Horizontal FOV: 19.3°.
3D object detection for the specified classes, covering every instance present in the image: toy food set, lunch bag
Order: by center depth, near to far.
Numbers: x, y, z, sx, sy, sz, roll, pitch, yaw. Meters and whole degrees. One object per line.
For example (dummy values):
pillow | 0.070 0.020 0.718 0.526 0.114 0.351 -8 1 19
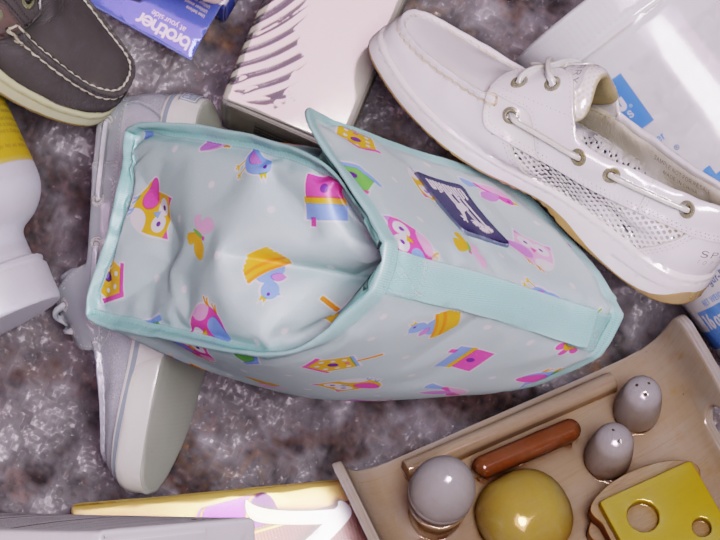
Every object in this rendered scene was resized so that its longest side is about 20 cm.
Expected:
lunch bag | 0.000 0.000 0.979 0.170 0.199 0.123 17 82 -44
toy food set | 0.103 0.118 1.010 0.199 0.061 0.144 -22 66 -14

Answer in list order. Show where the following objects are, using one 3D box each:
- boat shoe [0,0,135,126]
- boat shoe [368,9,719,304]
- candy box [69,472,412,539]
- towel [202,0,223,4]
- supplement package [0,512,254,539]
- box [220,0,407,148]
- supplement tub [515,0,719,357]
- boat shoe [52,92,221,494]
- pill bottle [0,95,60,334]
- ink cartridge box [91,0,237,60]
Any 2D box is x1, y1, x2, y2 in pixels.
boat shoe | -0.176 -0.148 0.999 0.201 0.066 0.072 43 40 -24
boat shoe | 0.096 -0.071 0.995 0.200 0.071 0.070 37 125 9
candy box | -0.041 0.166 1.061 0.198 0.056 0.118 -5 84 -7
towel | -0.150 -0.211 0.979 0.199 0.191 0.032 20 68 7
supplement package | -0.161 0.174 0.971 0.199 0.119 0.122 -4 86 31
box | -0.004 -0.158 1.080 0.068 0.082 0.201 22 82 -1
supplement tub | 0.185 -0.062 1.063 0.132 0.132 0.200 -37 89 -7
boat shoe | -0.116 0.009 1.069 0.071 0.070 0.203 6 86 16
pill bottle | -0.225 -0.060 1.035 0.111 0.112 0.201 -25 87 -7
ink cartridge box | -0.089 -0.218 1.097 0.119 0.042 0.201 28 80 0
